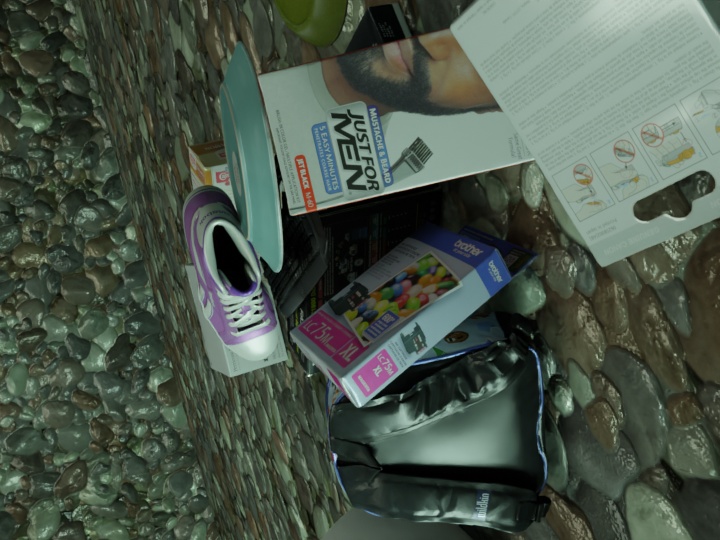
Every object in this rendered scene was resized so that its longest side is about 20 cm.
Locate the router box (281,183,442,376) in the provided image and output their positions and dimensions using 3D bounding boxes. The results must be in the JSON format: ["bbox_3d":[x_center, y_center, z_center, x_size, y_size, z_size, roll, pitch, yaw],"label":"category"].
[{"bbox_3d":[0.000,0.000,0.876,0.062,0.149,0.201,-129,32,-47],"label":"router box"}]

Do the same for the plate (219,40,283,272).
[{"bbox_3d":[-0.099,-0.095,0.736,0.200,0.025,0.201,169,90,-77],"label":"plate"}]

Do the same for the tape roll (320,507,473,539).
[{"bbox_3d":[0.053,0.367,0.930,0.139,0.202,0.204,29,131,59],"label":"tape roll"}]

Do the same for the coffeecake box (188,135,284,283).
[{"bbox_3d":[-0.144,-0.082,1.159,0.073,0.153,0.201,48,145,47],"label":"coffeecake box"}]

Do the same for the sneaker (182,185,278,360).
[{"bbox_3d":[-0.123,0.026,0.834,0.114,0.072,0.201,49,160,57],"label":"sneaker"}]

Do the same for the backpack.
[{"bbox_3d":[0.062,0.129,0.766,0.154,0.190,0.201,-121,22,-71],"label":"backpack"}]

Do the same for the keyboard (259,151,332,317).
[{"bbox_3d":[-0.073,-0.034,0.801,0.200,0.021,0.128,133,121,-66],"label":"keyboard"}]

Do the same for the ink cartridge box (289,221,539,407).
[{"bbox_3d":[0.043,0.021,0.729,0.042,0.200,0.119,59,166,-26],"label":"ink cartridge box"}]

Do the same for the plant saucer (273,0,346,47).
[{"bbox_3d":[-0.071,-0.356,0.968,0.200,0.031,0.201,49,147,48],"label":"plant saucer"}]

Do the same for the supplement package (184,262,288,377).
[{"bbox_3d":[-0.225,0.073,1.515,0.156,0.110,0.201,1,106,67],"label":"supplement package"}]

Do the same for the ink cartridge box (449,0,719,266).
[{"bbox_3d":[0.164,-0.120,0.533,0.200,0.057,0.162,54,145,-3],"label":"ink cartridge box"}]

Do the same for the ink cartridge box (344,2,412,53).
[{"bbox_3d":[0.009,-0.178,0.886,0.100,0.039,0.200,68,158,13],"label":"ink cartridge box"}]

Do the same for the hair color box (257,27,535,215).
[{"bbox_3d":[0.032,-0.118,0.653,0.064,0.199,0.111,-59,-44,-82],"label":"hair color box"}]
